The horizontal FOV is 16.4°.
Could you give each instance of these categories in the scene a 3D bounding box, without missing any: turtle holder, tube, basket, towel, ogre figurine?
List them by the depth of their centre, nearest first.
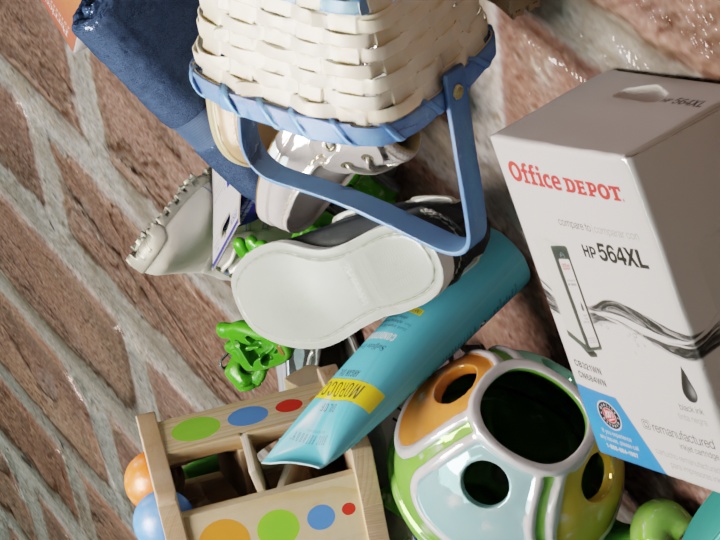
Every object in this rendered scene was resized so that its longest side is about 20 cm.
[{"bbox_3d":[-0.006,-0.114,1.415,0.176,0.139,0.201,22,132,31],"label":"basket"},{"bbox_3d":[0.104,0.130,1.545,0.186,0.141,0.132,56,157,18],"label":"turtle holder"},{"bbox_3d":[0.024,0.054,1.550,0.050,0.200,0.077,50,158,-13],"label":"tube"},{"bbox_3d":[-0.089,-0.132,1.575,0.200,0.112,0.048,43,161,-32],"label":"towel"},{"bbox_3d":[-0.031,-0.001,1.702,0.098,0.120,0.201,28,140,25],"label":"ogre figurine"}]

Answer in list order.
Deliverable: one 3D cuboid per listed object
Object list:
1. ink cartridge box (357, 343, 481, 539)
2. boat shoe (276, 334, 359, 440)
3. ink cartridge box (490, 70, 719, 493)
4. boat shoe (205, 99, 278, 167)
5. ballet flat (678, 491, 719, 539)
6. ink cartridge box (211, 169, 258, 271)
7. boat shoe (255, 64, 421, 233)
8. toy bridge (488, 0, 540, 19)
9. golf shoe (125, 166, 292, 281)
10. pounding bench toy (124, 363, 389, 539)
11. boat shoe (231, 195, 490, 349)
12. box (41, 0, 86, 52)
[{"bbox_3d":[0.058,0.145,1.642,0.044,0.094,0.201,-57,43,50],"label":"ink cartridge box"},{"bbox_3d":[-0.024,0.117,1.917,0.071,0.072,0.201,37,146,56],"label":"boat shoe"},{"bbox_3d":[0.164,0.005,1.332,0.146,0.084,0.201,15,130,63],"label":"ink cartridge box"},{"bbox_3d":[-0.042,-0.157,1.528,0.064,0.071,0.201,25,105,51],"label":"boat shoe"},{"bbox_3d":[0.204,0.184,1.466,0.072,0.068,0.200,31,135,-7],"label":"ballet flat"},{"bbox_3d":[-0.076,-0.107,1.692,0.099,0.039,0.201,129,143,-67],"label":"ink cartridge box"},{"bbox_3d":[0.004,-0.089,1.523,0.069,0.071,0.200,44,124,18],"label":"boat shoe"},{"bbox_3d":[0.037,-0.208,1.448,0.200,0.027,0.067,47,155,32],"label":"toy bridge"},{"bbox_3d":[-0.083,-0.023,1.769,0.097,0.200,0.078,45,121,12],"label":"golf shoe"},{"bbox_3d":[-0.076,0.144,1.652,0.200,0.155,0.125,-116,14,-64],"label":"pounding bench toy"},{"bbox_3d":[0.000,0.000,1.548,0.200,0.060,0.076,-8,108,47],"label":"boat shoe"},{"bbox_3d":[-0.184,-0.275,1.768,0.153,0.106,0.200,57,158,13],"label":"box"}]
